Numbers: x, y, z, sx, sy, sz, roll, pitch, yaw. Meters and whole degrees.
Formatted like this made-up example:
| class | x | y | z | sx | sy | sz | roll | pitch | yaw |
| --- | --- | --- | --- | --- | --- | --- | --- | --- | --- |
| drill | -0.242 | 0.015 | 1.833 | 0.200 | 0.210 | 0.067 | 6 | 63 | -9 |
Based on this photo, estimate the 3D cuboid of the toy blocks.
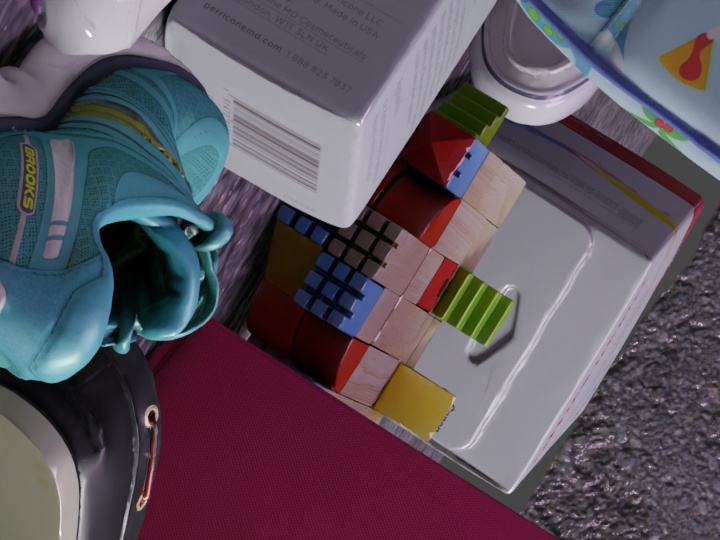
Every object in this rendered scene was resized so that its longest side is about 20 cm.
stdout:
| class | x | y | z | sx | sy | sz | roll | pitch | yaw |
| --- | --- | --- | --- | --- | --- | --- | --- | --- | --- |
| toy blocks | 0.000 | 0.000 | 1.271 | 0.201 | 0.100 | 0.137 | -58 | 162 | 0 |

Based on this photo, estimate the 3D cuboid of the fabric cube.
| class | x | y | z | sx | sy | sz | roll | pitch | yaw |
| --- | --- | --- | --- | --- | --- | --- | --- | --- | --- |
| fabric cube | -0.053 | 0.177 | 1.155 | 0.196 | 0.199 | 0.200 | -51 | 170 | -40 |

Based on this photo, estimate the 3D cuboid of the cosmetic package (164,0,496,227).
| class | x | y | z | sx | sy | sz | roll | pitch | yaw |
| --- | --- | --- | --- | --- | --- | --- | --- | --- | --- |
| cosmetic package | 0.020 | -0.123 | 0.913 | 0.201 | 0.074 | 0.102 | -58 | 174 | -17 |

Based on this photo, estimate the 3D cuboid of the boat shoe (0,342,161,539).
| class | x | y | z | sx | sy | sz | roll | pitch | yaw |
| --- | --- | --- | --- | --- | --- | --- | --- | --- | --- |
| boat shoe | -0.108 | 0.097 | 0.931 | 0.063 | 0.074 | 0.202 | -41 | 158 | -42 |

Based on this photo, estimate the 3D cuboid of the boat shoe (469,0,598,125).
| class | x | y | z | sx | sy | sz | roll | pitch | yaw |
| --- | --- | --- | --- | --- | --- | --- | --- | --- | --- |
| boat shoe | 0.115 | -0.157 | 1.430 | 0.200 | 0.072 | 0.066 | -55 | 168 | -35 |

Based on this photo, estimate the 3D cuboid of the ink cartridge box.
| class | x | y | z | sx | sy | sz | roll | pitch | yaw |
| --- | --- | --- | --- | --- | --- | --- | --- | --- | --- |
| ink cartridge box | 0.073 | 0.000 | 1.491 | 0.146 | 0.144 | 0.200 | -60 | 173 | 15 |

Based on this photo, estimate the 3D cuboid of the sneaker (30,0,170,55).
| class | x | y | z | sx | sy | sz | roll | pitch | yaw |
| --- | --- | --- | --- | --- | --- | --- | --- | --- | --- |
| sneaker | 0.000 | -0.119 | 0.672 | 0.200 | 0.099 | 0.075 | -54 | 174 | -25 |

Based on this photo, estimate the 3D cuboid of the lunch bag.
| class | x | y | z | sx | sy | sz | roll | pitch | yaw |
| --- | --- | --- | --- | --- | --- | --- | --- | --- | --- |
| lunch bag | 0.142 | -0.064 | 0.912 | 0.083 | 0.200 | 0.161 | -53 | 174 | 10 |

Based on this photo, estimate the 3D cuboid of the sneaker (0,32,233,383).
| class | x | y | z | sx | sy | sz | roll | pitch | yaw |
| --- | --- | --- | --- | --- | --- | --- | --- | --- | --- |
| sneaker | -0.071 | -0.009 | 0.727 | 0.078 | 0.079 | 0.200 | -61 | 173 | 16 |
